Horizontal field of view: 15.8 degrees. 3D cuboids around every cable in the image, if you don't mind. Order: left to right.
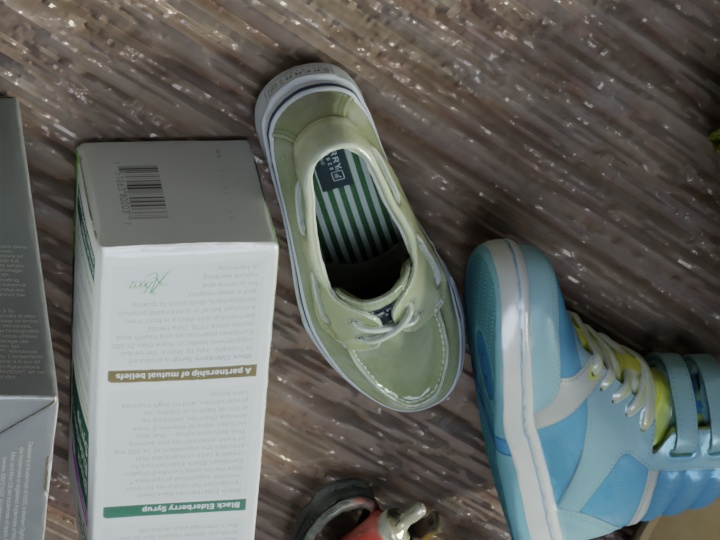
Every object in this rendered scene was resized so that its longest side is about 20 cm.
[{"bbox_3d":[-0.028,0.176,1.292,0.200,0.050,0.097,-40,125,16],"label":"cable"}]

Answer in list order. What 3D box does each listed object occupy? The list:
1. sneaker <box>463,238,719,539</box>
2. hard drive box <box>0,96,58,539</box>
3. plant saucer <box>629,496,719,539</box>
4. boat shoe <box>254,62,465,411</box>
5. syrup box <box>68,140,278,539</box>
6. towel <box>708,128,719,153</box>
[{"bbox_3d":[0.120,0.049,1.212,0.130,0.080,0.201,-13,139,-1],"label":"sneaker"},{"bbox_3d":[-0.174,0.046,1.059,0.076,0.200,0.156,1,127,-14],"label":"hard drive box"},{"bbox_3d":[0.229,0.140,1.340,0.199,0.030,0.201,-6,129,-8],"label":"plant saucer"},{"bbox_3d":[0.000,0.000,1.153,0.072,0.062,0.200,-21,130,4],"label":"boat shoe"},{"bbox_3d":[-0.087,0.045,1.157,0.081,0.079,0.201,-2,128,-12],"label":"syrup box"},{"bbox_3d":[0.248,-0.093,1.134,0.199,0.086,0.018,-24,88,6],"label":"towel"}]
